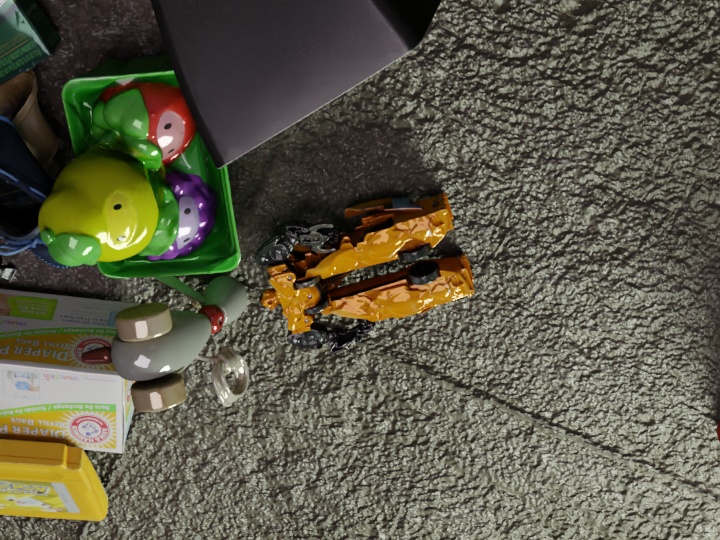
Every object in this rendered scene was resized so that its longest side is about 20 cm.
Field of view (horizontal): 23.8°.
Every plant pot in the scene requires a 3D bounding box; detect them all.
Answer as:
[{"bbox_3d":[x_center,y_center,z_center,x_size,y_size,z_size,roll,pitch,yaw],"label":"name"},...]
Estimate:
[{"bbox_3d":[-0.066,-0.232,1.411,0.199,0.200,0.178,-28,105,18],"label":"plant pot"}]

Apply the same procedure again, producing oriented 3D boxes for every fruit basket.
[{"bbox_3d":[-0.193,-0.075,1.496,0.154,0.216,0.217,-4,120,5],"label":"fruit basket"}]

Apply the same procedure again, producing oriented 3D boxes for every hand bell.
[{"bbox_3d":[-0.278,-0.082,1.576,0.104,0.105,0.200,-27,128,17],"label":"hand bell"}]

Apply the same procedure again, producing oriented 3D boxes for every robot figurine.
[{"bbox_3d":[0.000,0.000,1.612,0.198,0.058,0.146,-14,118,10],"label":"robot figurine"}]

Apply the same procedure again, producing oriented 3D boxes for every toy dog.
[{"bbox_3d":[-0.184,0.061,1.580,0.095,0.200,0.133,1,88,22],"label":"toy dog"}]

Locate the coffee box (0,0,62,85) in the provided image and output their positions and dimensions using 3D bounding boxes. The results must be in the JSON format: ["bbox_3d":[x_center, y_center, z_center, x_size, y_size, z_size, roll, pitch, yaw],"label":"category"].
[{"bbox_3d":[-0.366,-0.248,1.487,0.122,0.044,0.201,-26,111,18],"label":"coffee box"}]

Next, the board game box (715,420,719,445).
[{"bbox_3d":[0.453,0.208,1.656,0.198,0.153,0.041,15,119,-7],"label":"board game box"}]

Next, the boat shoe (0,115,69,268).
[{"bbox_3d":[-0.302,-0.052,1.501,0.084,0.069,0.200,-18,143,15],"label":"boat shoe"}]

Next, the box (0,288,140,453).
[{"bbox_3d":[-0.315,0.094,1.648,0.198,0.113,0.102,6,128,-1],"label":"box"}]

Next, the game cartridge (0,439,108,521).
[{"bbox_3d":[-0.350,0.208,1.704,0.175,0.033,0.200,3,159,1],"label":"game cartridge"}]

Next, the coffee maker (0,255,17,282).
[{"bbox_3d":[-0.416,0.040,1.494,0.134,0.192,0.201,10,109,-39],"label":"coffee maker"}]
